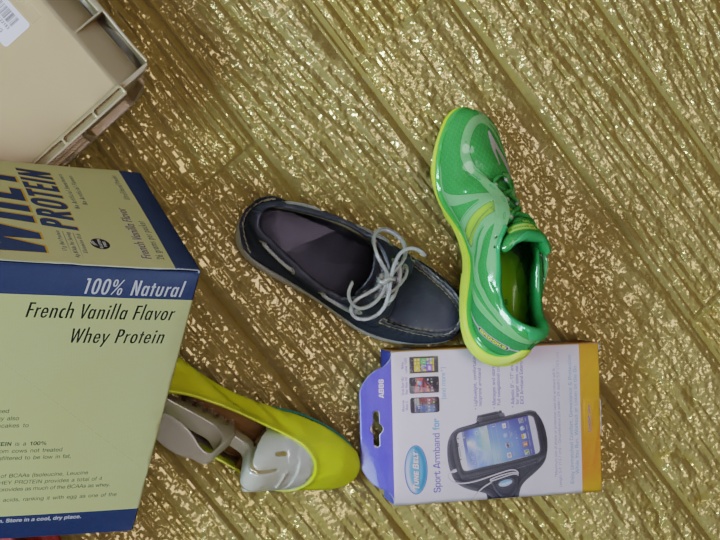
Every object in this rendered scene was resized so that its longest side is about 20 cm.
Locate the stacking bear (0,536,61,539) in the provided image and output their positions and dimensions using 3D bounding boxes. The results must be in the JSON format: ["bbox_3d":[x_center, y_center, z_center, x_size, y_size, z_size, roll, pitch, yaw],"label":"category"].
[{"bbox_3d":[-0.310,0.230,0.824,0.198,0.121,0.115,-27,84,-3],"label":"stacking bear"}]

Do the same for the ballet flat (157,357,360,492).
[{"bbox_3d":[-0.093,0.126,0.888,0.198,0.067,0.067,29,118,-10],"label":"ballet flat"}]

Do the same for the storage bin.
[{"bbox_3d":[-0.283,-0.145,0.835,0.198,0.094,0.200,-43,99,-10],"label":"storage bin"}]

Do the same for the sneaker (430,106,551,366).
[{"bbox_3d":[0.110,-0.031,0.916,0.073,0.083,0.204,-3,77,-35],"label":"sneaker"}]

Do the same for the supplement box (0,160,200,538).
[{"bbox_3d":[-0.232,0.049,0.762,0.197,0.134,0.202,3,118,-31],"label":"supplement box"}]

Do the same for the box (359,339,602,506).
[{"bbox_3d":[0.093,0.119,0.950,0.196,0.041,0.121,-1,90,-11],"label":"box"}]

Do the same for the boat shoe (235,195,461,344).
[{"bbox_3d":[0.000,0.000,0.915,0.198,0.062,0.076,31,78,-13],"label":"boat shoe"}]
